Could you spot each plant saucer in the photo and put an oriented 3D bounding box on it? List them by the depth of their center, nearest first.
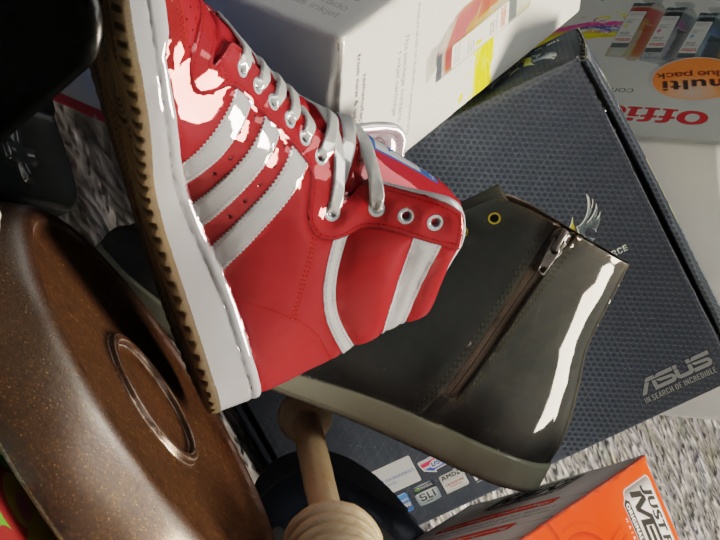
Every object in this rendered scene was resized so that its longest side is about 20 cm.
[{"bbox_3d":[-0.084,0.053,1.026,0.201,0.034,0.200,57,7,-11],"label":"plant saucer"}]

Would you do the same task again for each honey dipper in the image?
[{"bbox_3d":[-0.014,0.082,1.102,0.038,0.038,0.200,62,4,-18],"label":"honey dipper"}]

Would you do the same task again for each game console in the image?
[{"bbox_3d":[-0.131,-0.135,1.056,0.176,0.116,0.201,14,56,-69],"label":"game console"}]

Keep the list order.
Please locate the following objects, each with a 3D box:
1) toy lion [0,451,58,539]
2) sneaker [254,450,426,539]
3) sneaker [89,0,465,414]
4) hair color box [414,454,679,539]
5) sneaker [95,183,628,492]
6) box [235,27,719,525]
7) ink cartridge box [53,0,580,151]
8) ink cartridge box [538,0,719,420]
[{"bbox_3d":[-0.077,0.156,0.968,0.200,0.069,0.192,52,15,-41],"label":"toy lion"},{"bbox_3d":[0.013,0.168,1.185,0.200,0.070,0.082,62,15,-13],"label":"sneaker"},{"bbox_3d":[-0.028,-0.051,1.029,0.071,0.112,0.201,-121,-166,-53],"label":"sneaker"},{"bbox_3d":[0.030,0.141,1.105,0.200,0.101,0.061,-29,96,-47],"label":"hair color box"},{"bbox_3d":[0.000,0.000,1.160,0.199,0.107,0.075,23,6,-7],"label":"sneaker"},{"bbox_3d":[0.038,0.012,1.234,0.158,0.199,0.051,62,8,-17],"label":"box"},{"bbox_3d":[-0.016,-0.122,1.179,0.200,0.145,0.084,-40,145,-46],"label":"ink cartridge box"},{"bbox_3d":[0.129,-0.046,1.355,0.200,0.145,0.145,-58,145,-52],"label":"ink cartridge box"}]
